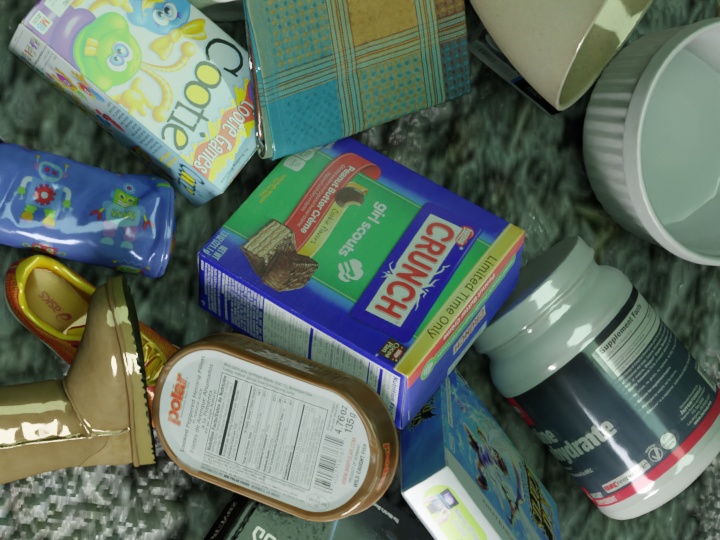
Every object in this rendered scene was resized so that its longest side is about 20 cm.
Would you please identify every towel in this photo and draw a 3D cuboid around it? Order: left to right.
[{"bbox_3d":[-0.002,-0.178,1.646,0.199,0.022,0.148,-21,119,-29],"label":"towel"}]

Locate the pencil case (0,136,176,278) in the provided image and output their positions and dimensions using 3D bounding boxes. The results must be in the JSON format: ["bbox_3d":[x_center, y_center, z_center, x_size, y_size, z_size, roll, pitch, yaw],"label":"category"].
[{"bbox_3d":[-0.239,-0.054,1.657,0.198,0.078,0.088,13,74,-13],"label":"pencil case"}]

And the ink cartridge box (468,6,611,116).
[{"bbox_3d":[0.184,-0.239,1.802,0.099,0.039,0.201,36,77,-8],"label":"ink cartridge box"}]

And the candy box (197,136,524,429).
[{"bbox_3d":[0.000,0.000,1.651,0.199,0.077,0.169,30,58,18],"label":"candy box"}]

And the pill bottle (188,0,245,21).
[{"bbox_3d":[-0.096,-0.308,1.695,0.113,0.114,0.202,-6,87,-15],"label":"pill bottle"}]

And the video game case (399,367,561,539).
[{"bbox_3d":[0.096,0.177,1.645,0.045,0.200,0.182,-30,111,14],"label":"video game case"}]

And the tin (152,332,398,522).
[{"bbox_3d":[-0.067,0.117,1.604,0.198,0.042,0.113,18,99,21],"label":"tin"}]

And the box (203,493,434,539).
[{"bbox_3d":[-0.027,0.251,1.683,0.199,0.086,0.164,37,78,-9],"label":"box"}]

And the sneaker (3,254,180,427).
[{"bbox_3d":[-0.195,0.063,1.660,0.199,0.077,0.073,34,77,-11],"label":"sneaker"}]

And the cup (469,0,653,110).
[{"bbox_3d":[0.157,-0.251,1.694,0.143,0.200,0.201,36,77,11],"label":"cup"}]

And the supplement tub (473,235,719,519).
[{"bbox_3d":[0.194,0.087,1.725,0.140,0.140,0.200,-42,96,-14],"label":"supplement tub"}]

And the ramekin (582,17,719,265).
[{"bbox_3d":[0.277,-0.108,1.758,0.199,0.105,0.202,-4,99,-29],"label":"ramekin"}]

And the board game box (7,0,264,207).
[{"bbox_3d":[-0.164,-0.157,1.671,0.200,0.105,0.103,40,77,-9],"label":"board game box"}]

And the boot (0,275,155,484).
[{"bbox_3d":[-0.259,0.095,1.598,0.198,0.066,0.177,-7,121,-6],"label":"boot"}]
